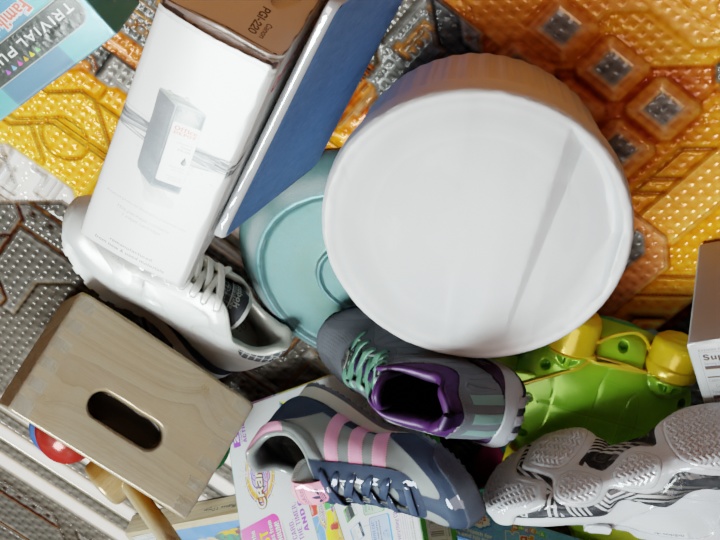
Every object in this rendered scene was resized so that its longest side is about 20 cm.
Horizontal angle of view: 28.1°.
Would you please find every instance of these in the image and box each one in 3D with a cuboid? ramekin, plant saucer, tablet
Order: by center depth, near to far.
[{"bbox_3d":[-0.027,-0.115,0.923,0.014,0.130,0.201,37,129,8],"label":"tablet"},{"bbox_3d":[0.078,-0.049,0.951,0.200,0.095,0.204,3,123,4],"label":"ramekin"},{"bbox_3d":[0.000,0.000,1.080,0.198,0.028,0.202,9,130,11],"label":"plant saucer"}]

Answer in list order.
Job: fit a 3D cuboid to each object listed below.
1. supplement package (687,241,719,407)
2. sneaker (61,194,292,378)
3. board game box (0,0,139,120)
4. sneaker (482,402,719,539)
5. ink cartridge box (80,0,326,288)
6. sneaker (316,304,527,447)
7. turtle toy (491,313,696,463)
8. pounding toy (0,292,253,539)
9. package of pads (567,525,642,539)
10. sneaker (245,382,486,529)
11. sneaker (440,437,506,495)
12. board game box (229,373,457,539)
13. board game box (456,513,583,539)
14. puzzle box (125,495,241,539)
[{"bbox_3d":[0.304,0.085,0.996,0.108,0.114,0.201,-8,124,24],"label":"supplement package"},{"bbox_3d":[-0.137,0.006,1.086,0.080,0.077,0.200,-11,138,47],"label":"sneaker"},{"bbox_3d":[-0.273,-0.210,0.978,0.150,0.047,0.200,-27,116,33],"label":"board game box"},{"bbox_3d":[0.188,0.164,0.974,0.198,0.075,0.116,-17,119,24],"label":"sneaker"},{"bbox_3d":[-0.097,-0.113,0.937,0.084,0.146,0.201,28,131,-3],"label":"ink cartridge box"},{"bbox_3d":[0.021,0.066,1.003,0.199,0.087,0.075,18,100,46],"label":"sneaker"},{"bbox_3d":[0.150,0.084,1.047,0.198,0.101,0.147,17,108,-2],"label":"turtle toy"},{"bbox_3d":[-0.177,0.133,1.114,0.199,0.143,0.184,35,167,-12],"label":"pounding toy"},{"bbox_3d":[0.246,0.207,1.144,0.153,0.069,0.201,-11,124,25],"label":"package of pads"},{"bbox_3d":[0.000,0.147,1.012,0.199,0.082,0.071,18,135,47],"label":"sneaker"},{"bbox_3d":[0.085,0.188,1.175,0.200,0.084,0.120,45,137,-18],"label":"sneaker"},{"bbox_3d":[-0.021,0.162,1.127,0.199,0.155,0.040,-22,162,41],"label":"board game box"},{"bbox_3d":[0.100,0.269,1.170,0.150,0.037,0.201,18,136,-6],"label":"board game box"},{"bbox_3d":[-0.104,0.265,1.331,0.198,0.026,0.134,-15,123,27],"label":"puzzle box"}]
